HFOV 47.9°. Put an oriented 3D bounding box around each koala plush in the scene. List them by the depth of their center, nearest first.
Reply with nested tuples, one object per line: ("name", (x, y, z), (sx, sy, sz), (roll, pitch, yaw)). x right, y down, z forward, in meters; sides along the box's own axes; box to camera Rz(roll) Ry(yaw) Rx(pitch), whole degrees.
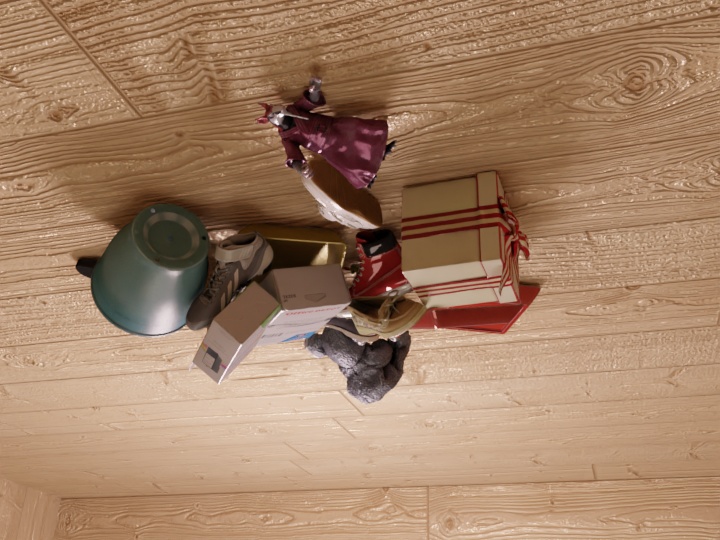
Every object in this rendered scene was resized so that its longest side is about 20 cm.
("koala plush", (-0.012, 0.180, 1.816), (0.177, 0.184, 0.200), (-18, 135, 34))

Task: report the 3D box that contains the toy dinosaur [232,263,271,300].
("toy dinosaur", (-0.241, 0.031, 1.500), (0.077, 0.102, 0.200), (32, 105, -14))

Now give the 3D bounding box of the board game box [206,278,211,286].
("board game box", (-0.293, 0.056, 1.641), (0.200, 0.040, 0.153), (-2, 162, -29))

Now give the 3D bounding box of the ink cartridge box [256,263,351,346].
("ink cartridge box", (-0.129, 0.066, 1.523), (0.145, 0.084, 0.200), (-6, 160, -31))

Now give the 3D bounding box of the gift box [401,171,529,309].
("gift box", (0.180, -0.030, 1.344), (0.186, 0.200, 0.185), (-9, 156, 18))

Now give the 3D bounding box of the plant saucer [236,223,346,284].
("plant saucer", (-0.132, -0.030, 1.521), (0.200, 0.049, 0.200), (4, 153, -5))

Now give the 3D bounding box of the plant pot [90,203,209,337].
("plant pot", (-0.356, -0.013, 1.425), (0.200, 0.200, 0.188), (13, 144, -21))

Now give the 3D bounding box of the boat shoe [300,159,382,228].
("boat shoe", (-0.042, -0.112, 1.327), (0.069, 0.071, 0.200), (-17, 149, 30))

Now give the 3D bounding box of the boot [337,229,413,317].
("boot", (0.000, 0.000, 1.511), (0.200, 0.072, 0.144), (-26, 118, 25))

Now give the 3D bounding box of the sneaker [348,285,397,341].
("sneaker", (-0.001, 0.094, 1.709), (0.200, 0.089, 0.075), (17, 151, -18))

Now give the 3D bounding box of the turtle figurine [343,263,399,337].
("turtle figurine", (0.062, 0.037, 1.609), (0.161, 0.064, 0.200), (-27, 113, 34))

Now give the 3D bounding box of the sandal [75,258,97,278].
("sandal", (-0.467, 0.000, 1.615), (0.200, 0.048, 0.075), (14, 155, 5))

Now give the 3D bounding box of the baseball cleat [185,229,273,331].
("baseball cleat", (-0.241, 0.010, 1.393), (0.070, 0.200, 0.106), (31, 163, 38))

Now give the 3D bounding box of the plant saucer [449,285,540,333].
("plant saucer", (0.253, 0.083, 1.715), (0.200, 0.037, 0.200), (7, 153, -8))

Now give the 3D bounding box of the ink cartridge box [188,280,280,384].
("ink cartridge box", (-0.225, 0.120, 1.429), (0.067, 0.117, 0.200), (40, 140, 3))

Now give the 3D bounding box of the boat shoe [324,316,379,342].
("boat shoe", (-0.043, 0.081, 1.627), (0.200, 0.063, 0.073), (21, -153, 32))

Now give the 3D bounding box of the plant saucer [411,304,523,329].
("plant saucer", (0.168, 0.088, 1.516), (0.200, 0.037, 0.200), (-3, 177, -26))

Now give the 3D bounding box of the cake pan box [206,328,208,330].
("cake pan box", (-0.231, 0.112, 1.712), (0.184, 0.052, 0.200), (-9, 165, -12))

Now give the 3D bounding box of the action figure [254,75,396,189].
("action figure", (-0.053, -0.202, 1.161), (0.200, 0.134, 0.149), (21, -168, -10))

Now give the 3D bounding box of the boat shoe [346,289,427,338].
("boat shoe", (0.040, 0.074, 1.429), (0.063, 0.073, 0.200), (54, 149, -15))
